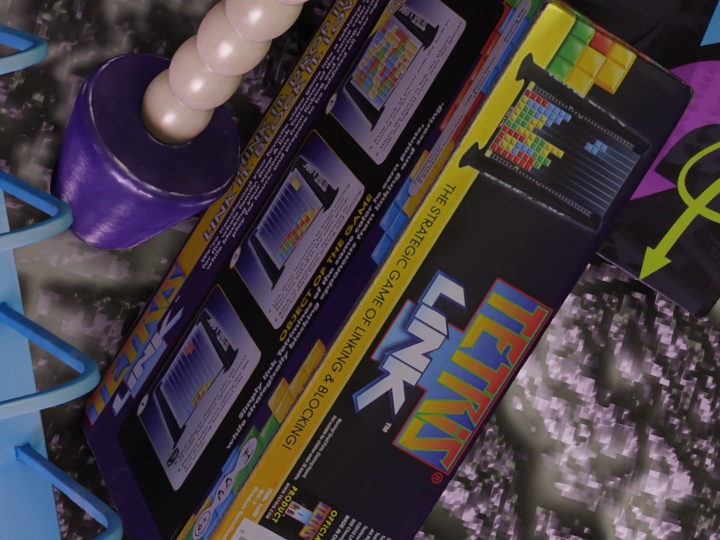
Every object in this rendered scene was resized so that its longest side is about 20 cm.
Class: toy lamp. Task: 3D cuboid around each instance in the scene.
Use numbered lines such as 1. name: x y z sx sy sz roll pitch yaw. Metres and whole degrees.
1. toy lamp: -0.034 -0.071 0.881 0.058 0.200 0.058 19 51 -25

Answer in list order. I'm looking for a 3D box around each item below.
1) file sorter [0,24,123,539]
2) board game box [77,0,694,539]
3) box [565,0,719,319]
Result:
1. file sorter: -0.148 0.035 0.855 0.138 0.123 0.201 -14 106 -21
2. board game box: 0.000 0.000 0.877 0.057 0.165 0.200 30 98 -19
3. box: 0.112 -0.100 0.971 0.143 0.036 0.200 30 104 -17
